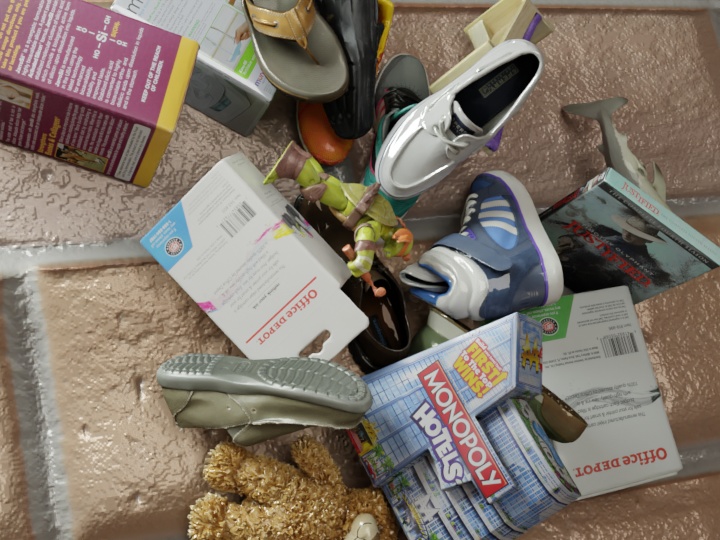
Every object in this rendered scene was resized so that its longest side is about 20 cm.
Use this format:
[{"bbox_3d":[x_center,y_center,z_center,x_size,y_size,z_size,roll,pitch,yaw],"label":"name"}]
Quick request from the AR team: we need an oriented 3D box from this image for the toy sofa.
[{"bbox_3d":[0.152,-0.213,1.179,0.098,0.083,0.200,48,32,-12],"label":"toy sofa"}]

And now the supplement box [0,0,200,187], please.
[{"bbox_3d":[-0.266,-0.172,1.027,0.200,0.131,0.103,18,66,-16],"label":"supplement box"}]

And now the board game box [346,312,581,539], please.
[{"bbox_3d":[0.099,0.140,1.004,0.062,0.200,0.200,21,35,-57],"label":"board game box"}]

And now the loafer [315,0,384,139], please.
[{"bbox_3d":[-0.005,-0.231,1.105,0.070,0.068,0.201,-10,98,-40],"label":"loafer"}]

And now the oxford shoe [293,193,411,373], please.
[{"bbox_3d":[0.000,0.000,1.101,0.073,0.084,0.200,-26,82,-24],"label":"oxford shoe"}]

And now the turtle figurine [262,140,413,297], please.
[{"bbox_3d":[-0.009,-0.055,1.030,0.161,0.064,0.200,35,23,-6],"label":"turtle figurine"}]

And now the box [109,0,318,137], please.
[{"bbox_3d":[-0.138,-0.271,1.127,0.176,0.097,0.200,28,66,-10],"label":"box"}]

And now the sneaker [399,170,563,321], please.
[{"bbox_3d":[0.103,-0.028,1.126,0.146,0.081,0.200,-7,42,-14],"label":"sneaker"}]

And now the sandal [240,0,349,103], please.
[{"bbox_3d":[-0.070,-0.250,1.053,0.082,0.055,0.200,-16,79,-5],"label":"sandal"}]

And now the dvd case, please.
[{"bbox_3d":[0.254,-0.023,1.142,0.146,0.200,0.022,35,64,-8],"label":"dvd case"}]

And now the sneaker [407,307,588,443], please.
[{"bbox_3d":[0.118,0.123,1.074,0.200,0.067,0.090,38,96,34],"label":"sneaker"}]

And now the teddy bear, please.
[{"bbox_3d":[-0.056,0.222,1.016,0.200,0.067,0.145,34,66,-7],"label":"teddy bear"}]

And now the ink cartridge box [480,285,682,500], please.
[{"bbox_3d":[0.224,0.129,1.145,0.146,0.083,0.200,-7,75,-24],"label":"ink cartridge box"}]

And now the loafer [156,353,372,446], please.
[{"bbox_3d":[-0.085,0.119,1.001,0.200,0.075,0.070,5,109,18],"label":"loafer"}]

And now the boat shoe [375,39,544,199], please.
[{"bbox_3d":[0.091,-0.143,1.053,0.074,0.065,0.200,42,99,-10],"label":"boat shoe"}]

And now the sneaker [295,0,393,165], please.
[{"bbox_3d":[-0.017,-0.204,1.164,0.073,0.077,0.200,19,69,-17],"label":"sneaker"}]

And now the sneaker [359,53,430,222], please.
[{"bbox_3d":[0.050,-0.154,1.148,0.084,0.121,0.200,14,68,-16],"label":"sneaker"}]

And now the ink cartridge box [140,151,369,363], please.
[{"bbox_3d":[-0.090,0.003,1.043,0.115,0.068,0.200,-42,92,16],"label":"ink cartridge box"}]

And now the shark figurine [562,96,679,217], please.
[{"bbox_3d":[0.289,-0.092,1.251,0.215,0.089,0.128,58,29,-5],"label":"shark figurine"}]
